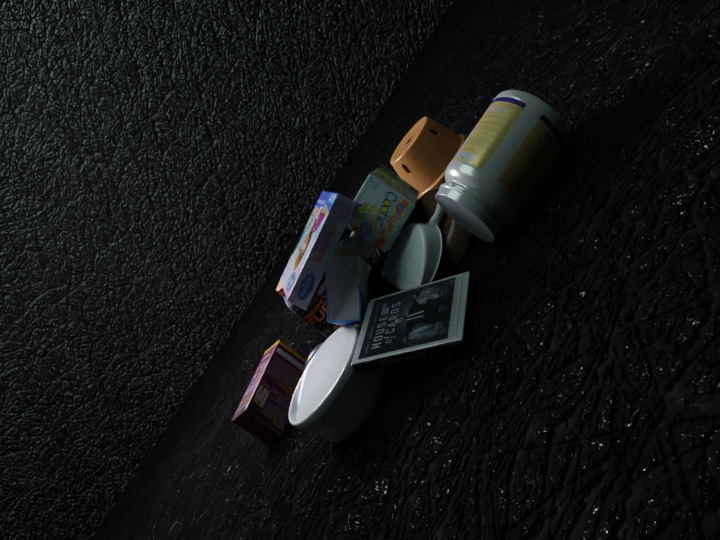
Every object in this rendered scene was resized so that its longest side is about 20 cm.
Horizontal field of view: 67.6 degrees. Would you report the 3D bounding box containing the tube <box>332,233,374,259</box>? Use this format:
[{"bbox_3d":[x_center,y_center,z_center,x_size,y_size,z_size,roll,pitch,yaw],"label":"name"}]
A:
[{"bbox_3d":[-0.054,-0.029,1.098,0.196,0.057,0.054,-16,62,43],"label":"tube"}]

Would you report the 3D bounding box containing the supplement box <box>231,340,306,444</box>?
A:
[{"bbox_3d":[-0.207,0.288,1.282,0.085,0.109,0.203,-38,21,44],"label":"supplement box"}]

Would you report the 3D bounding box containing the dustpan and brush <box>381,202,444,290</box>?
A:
[{"bbox_3d":[0.117,-0.062,0.982,0.139,0.056,0.207,33,108,58],"label":"dustpan and brush"}]

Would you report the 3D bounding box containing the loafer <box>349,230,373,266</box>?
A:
[{"bbox_3d":[0.000,0.000,1.187,0.204,0.066,0.072,81,-152,-48],"label":"loafer"}]

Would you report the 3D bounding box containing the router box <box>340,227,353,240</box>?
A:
[{"bbox_3d":[-0.045,-0.037,1.276,0.203,0.144,0.052,102,-172,-47],"label":"router box"}]

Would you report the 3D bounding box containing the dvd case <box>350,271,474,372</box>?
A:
[{"bbox_3d":[0.084,0.083,0.863,0.195,0.025,0.153,-18,34,29],"label":"dvd case"}]

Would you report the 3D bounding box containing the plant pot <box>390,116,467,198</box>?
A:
[{"bbox_3d":[0.165,-0.270,1.301,0.201,0.139,0.201,-48,15,17],"label":"plant pot"}]

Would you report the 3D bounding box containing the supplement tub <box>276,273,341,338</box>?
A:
[{"bbox_3d":[-0.087,0.066,1.225,0.123,0.198,0.123,-47,16,18],"label":"supplement tub"}]

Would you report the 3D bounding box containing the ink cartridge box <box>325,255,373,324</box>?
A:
[{"bbox_3d":[-0.014,0.047,1.051,0.200,0.065,0.121,38,-131,-76],"label":"ink cartridge box"}]

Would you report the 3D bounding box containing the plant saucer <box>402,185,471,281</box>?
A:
[{"bbox_3d":[0.136,-0.075,1.030,0.199,0.034,0.207,-35,46,45],"label":"plant saucer"}]

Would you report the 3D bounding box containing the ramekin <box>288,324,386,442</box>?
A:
[{"bbox_3d":[-0.036,0.208,0.962,0.203,0.093,0.204,-48,16,19],"label":"ramekin"}]

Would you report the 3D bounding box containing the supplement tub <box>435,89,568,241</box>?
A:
[{"bbox_3d":[0.226,-0.167,0.873,0.202,0.144,0.145,-53,15,-1],"label":"supplement tub"}]

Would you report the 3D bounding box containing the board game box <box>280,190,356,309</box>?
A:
[{"bbox_3d":[-0.085,-0.047,1.006,0.205,0.040,0.200,-64,14,2],"label":"board game box"}]

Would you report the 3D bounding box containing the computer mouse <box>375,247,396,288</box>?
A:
[{"bbox_3d":[0.065,-0.035,1.210,0.043,0.112,0.200,-23,13,7],"label":"computer mouse"}]

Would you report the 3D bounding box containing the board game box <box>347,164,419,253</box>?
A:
[{"bbox_3d":[0.045,-0.128,1.059,0.106,0.101,0.200,-56,2,17],"label":"board game box"}]

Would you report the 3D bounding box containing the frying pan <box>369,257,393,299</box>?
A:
[{"bbox_3d":[0.049,0.071,1.057,0.030,0.115,0.197,-12,73,16],"label":"frying pan"}]

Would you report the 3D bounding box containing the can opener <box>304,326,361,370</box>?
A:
[{"bbox_3d":[-0.044,0.152,1.161,0.202,0.066,0.053,-53,16,4],"label":"can opener"}]
